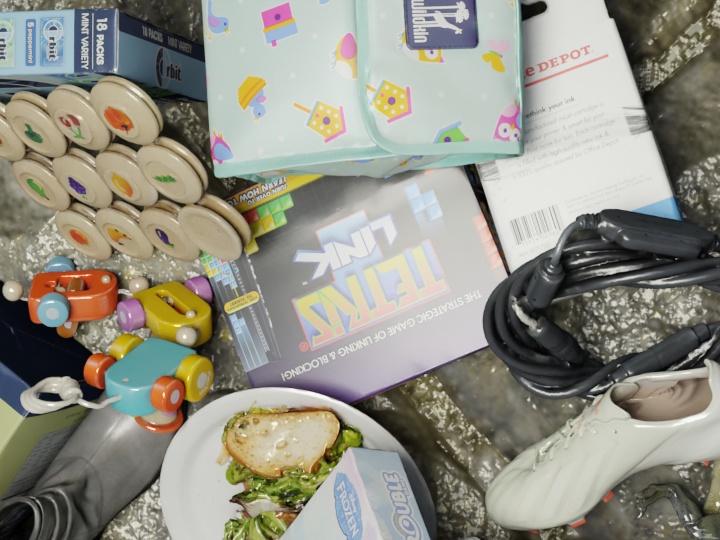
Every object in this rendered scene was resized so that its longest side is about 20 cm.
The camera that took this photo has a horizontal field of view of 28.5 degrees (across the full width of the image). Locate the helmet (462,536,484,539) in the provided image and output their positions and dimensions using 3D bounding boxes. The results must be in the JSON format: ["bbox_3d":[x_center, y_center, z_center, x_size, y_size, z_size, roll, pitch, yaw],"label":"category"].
[{"bbox_3d":[0.121,0.271,0.863,0.198,0.201,0.192,-20,44,13],"label":"helmet"}]

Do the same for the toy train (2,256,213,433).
[{"bbox_3d":[-0.173,0.057,0.983,0.149,0.200,0.056,-5,119,-8],"label":"toy train"}]

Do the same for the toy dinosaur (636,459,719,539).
[{"bbox_3d":[0.227,0.175,0.935,0.087,0.047,0.202,-4,87,10],"label":"toy dinosaur"}]

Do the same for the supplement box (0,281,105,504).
[{"bbox_3d":[-0.325,0.103,1.021,0.199,0.134,0.201,36,99,11],"label":"supplement box"}]

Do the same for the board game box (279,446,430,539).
[{"bbox_3d":[-0.010,0.249,0.864,0.200,0.043,0.201,-55,40,35],"label":"board game box"}]

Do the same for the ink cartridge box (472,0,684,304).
[{"bbox_3d":[0.134,-0.087,0.936,0.115,0.068,0.202,-18,85,13],"label":"ink cartridge box"}]

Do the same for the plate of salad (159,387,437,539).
[{"bbox_3d":[-0.046,0.172,0.969,0.198,0.048,0.202,5,117,11],"label":"plate of salad"}]

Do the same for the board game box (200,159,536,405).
[{"bbox_3d":[0.000,0.000,0.979,0.198,0.057,0.167,-24,84,13],"label":"board game box"}]

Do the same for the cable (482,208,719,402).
[{"bbox_3d":[0.180,0.034,0.890,0.198,0.051,0.164,8,137,-18],"label":"cable"}]

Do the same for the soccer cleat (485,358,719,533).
[{"bbox_3d":[0.159,0.109,0.915,0.199,0.070,0.078,-26,128,25],"label":"soccer cleat"}]

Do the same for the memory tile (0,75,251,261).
[{"bbox_3d":[-0.173,-0.062,0.957,0.199,0.017,0.154,-1,135,44],"label":"memory tile"}]

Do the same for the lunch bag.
[{"bbox_3d":[0.007,-0.145,0.888,0.198,0.122,0.172,-3,88,22],"label":"lunch bag"}]

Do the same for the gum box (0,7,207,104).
[{"bbox_3d":[-0.224,-0.142,0.973,0.198,0.170,0.045,0,90,13],"label":"gum box"}]

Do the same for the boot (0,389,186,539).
[{"bbox_3d":[-0.202,0.154,0.993,0.069,0.132,0.201,32,98,12],"label":"boot"}]
